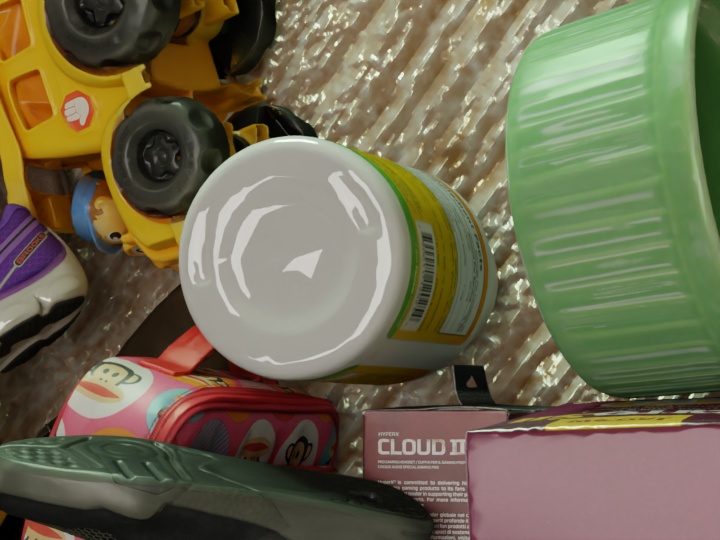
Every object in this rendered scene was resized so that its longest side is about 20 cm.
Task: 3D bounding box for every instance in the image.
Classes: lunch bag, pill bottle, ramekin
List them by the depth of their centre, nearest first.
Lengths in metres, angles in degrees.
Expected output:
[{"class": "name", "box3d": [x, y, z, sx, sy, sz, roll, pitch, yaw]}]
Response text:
[{"class": "ramekin", "box3d": [0.146, -0.034, 1.088, 0.098, 0.200, 0.200, -12, 83, 27]}, {"class": "pill bottle", "box3d": [0.000, 0.000, 1.132, 0.111, 0.200, 0.111, -1, 86, 20]}, {"class": "lunch bag", "box3d": [-0.087, 0.112, 1.159, 0.082, 0.200, 0.176, 18, 94, 24]}]

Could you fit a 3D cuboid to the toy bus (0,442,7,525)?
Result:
[{"class": "toy bus", "box3d": [-0.238, 0.088, 1.234, 0.065, 0.078, 0.200, -56, 42, 37]}]

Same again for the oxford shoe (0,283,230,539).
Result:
[{"class": "oxford shoe", "box3d": [-0.125, 0.086, 1.235, 0.073, 0.084, 0.200, 36, 97, 20]}]

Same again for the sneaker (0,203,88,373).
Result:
[{"class": "sneaker", "box3d": [-0.235, 0.032, 1.161, 0.200, 0.081, 0.083, -29, 74, -25]}]

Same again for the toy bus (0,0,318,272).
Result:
[{"class": "toy bus", "box3d": [-0.140, -0.078, 1.226, 0.192, 0.136, 0.200, -22, 82, 23]}]

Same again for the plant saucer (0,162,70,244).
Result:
[{"class": "plant saucer", "box3d": [-0.257, -0.037, 1.257, 0.200, 0.200, 0.037, 48, 141, 16]}]

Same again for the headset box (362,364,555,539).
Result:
[{"class": "headset box", "box3d": [0.058, 0.146, 1.130, 0.077, 0.149, 0.200, -2, 87, 19]}]

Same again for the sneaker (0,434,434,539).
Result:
[{"class": "sneaker", "box3d": [-0.075, 0.137, 1.029, 0.199, 0.076, 0.114, 14, 99, -17]}]

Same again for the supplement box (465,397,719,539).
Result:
[{"class": "supplement box", "box3d": [0.134, 0.111, 1.035, 0.131, 0.200, 0.103, -3, 90, 18]}]
